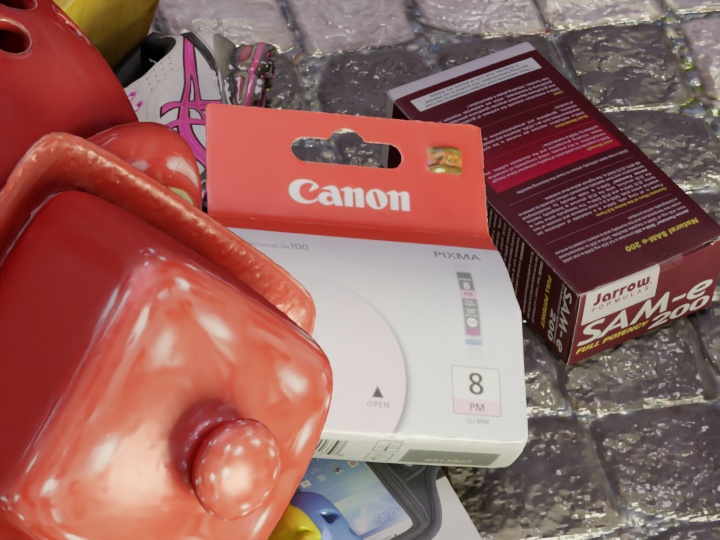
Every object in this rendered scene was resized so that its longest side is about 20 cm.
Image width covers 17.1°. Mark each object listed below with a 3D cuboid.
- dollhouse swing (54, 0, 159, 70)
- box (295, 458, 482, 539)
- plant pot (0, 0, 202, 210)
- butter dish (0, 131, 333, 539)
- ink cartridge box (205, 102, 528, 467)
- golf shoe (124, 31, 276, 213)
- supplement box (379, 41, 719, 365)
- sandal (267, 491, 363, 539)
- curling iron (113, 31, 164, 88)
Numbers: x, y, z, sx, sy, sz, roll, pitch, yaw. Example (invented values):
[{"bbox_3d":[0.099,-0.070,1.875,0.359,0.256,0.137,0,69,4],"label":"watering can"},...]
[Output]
[{"bbox_3d":[-0.238,-0.164,1.425,0.176,0.182,0.200,33,48,7],"label":"dollhouse swing"},{"bbox_3d":[-0.006,0.137,1.216,0.119,0.042,0.200,-13,44,-20],"label":"box"},{"bbox_3d":[-0.195,-0.038,1.186,0.182,0.201,0.200,41,53,21],"label":"plant pot"},{"bbox_3d":[-0.090,0.070,1.059,0.148,0.200,0.200,19,78,49],"label":"butter dish"},{"bbox_3d":[0.000,0.000,1.244,0.162,0.057,0.201,4,70,-15],"label":"ink cartridge box"},{"bbox_3d":[-0.108,-0.071,1.402,0.092,0.073,0.200,10,36,2],"label":"golf shoe"},{"bbox_3d":[0.109,-0.043,1.404,0.109,0.061,0.200,-21,49,-25],"label":"supplement box"},{"bbox_3d":[0.018,0.190,1.112,0.087,0.079,0.200,-26,84,-43],"label":"sandal"},{"bbox_3d":[-0.162,-0.088,1.436,0.026,0.050,0.200,48,39,-10],"label":"curling iron"}]
